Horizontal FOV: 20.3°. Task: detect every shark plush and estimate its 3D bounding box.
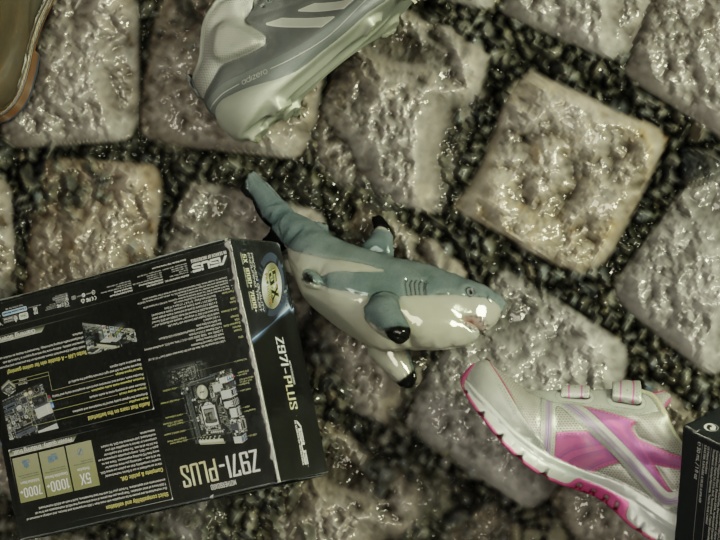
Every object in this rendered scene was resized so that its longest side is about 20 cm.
[{"bbox_3d":[0.000,0.000,1.384,0.199,0.091,0.083,32,71,31],"label":"shark plush"}]

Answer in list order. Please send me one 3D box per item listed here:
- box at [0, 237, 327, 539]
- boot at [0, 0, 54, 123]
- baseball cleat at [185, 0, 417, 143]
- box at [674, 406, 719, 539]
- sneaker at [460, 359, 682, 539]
[{"bbox_3d":[-0.141,0.080,1.354,0.199,0.086,0.165,-15,83,20],"label":"box"},{"bbox_3d":[-0.257,-0.208,1.406,0.074,0.097,0.202,4,87,10],"label":"boot"},{"bbox_3d":[-0.036,-0.181,1.381,0.200,0.070,0.107,-40,81,4],"label":"baseball cleat"},{"bbox_3d":[0.267,0.194,1.228,0.141,0.079,0.201,28,128,43],"label":"box"},{"bbox_3d":[0.160,0.107,1.327,0.199,0.081,0.089,30,90,2],"label":"sneaker"}]
